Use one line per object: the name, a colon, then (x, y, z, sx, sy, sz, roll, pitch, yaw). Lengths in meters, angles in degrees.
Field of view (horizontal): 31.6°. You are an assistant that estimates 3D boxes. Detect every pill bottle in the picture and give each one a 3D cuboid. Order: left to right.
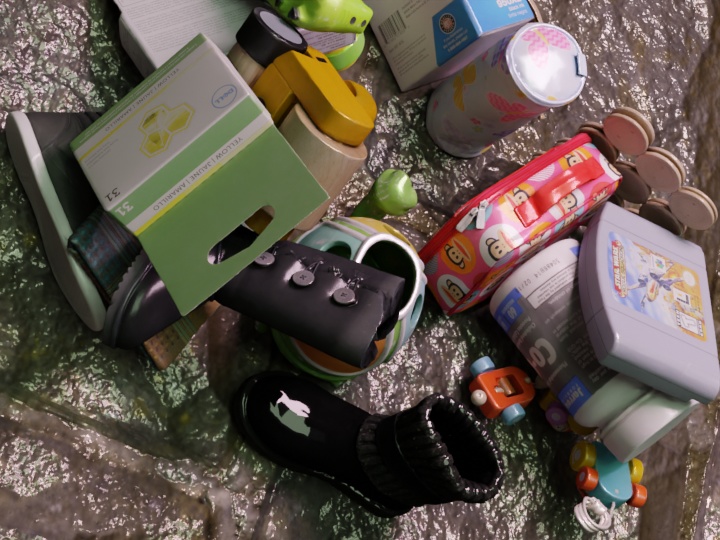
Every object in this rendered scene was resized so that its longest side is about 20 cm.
pill bottle: (0.226, 0.078, 1.226, 0.114, 0.114, 0.200, -24, 67, -33)

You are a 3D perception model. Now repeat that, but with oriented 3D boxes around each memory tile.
memory tile: (0.262, -0.085, 1.294, 0.153, 0.200, 0.017, 46, 67, -7)

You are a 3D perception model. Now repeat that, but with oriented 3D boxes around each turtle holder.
turtle holder: (0.004, 0.011, 1.156, 0.185, 0.132, 0.141, -39, 95, -32)

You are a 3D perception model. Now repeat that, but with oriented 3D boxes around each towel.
towel: (-0.156, -0.030, 1.101, 0.147, 0.022, 0.200, 59, 45, -24)

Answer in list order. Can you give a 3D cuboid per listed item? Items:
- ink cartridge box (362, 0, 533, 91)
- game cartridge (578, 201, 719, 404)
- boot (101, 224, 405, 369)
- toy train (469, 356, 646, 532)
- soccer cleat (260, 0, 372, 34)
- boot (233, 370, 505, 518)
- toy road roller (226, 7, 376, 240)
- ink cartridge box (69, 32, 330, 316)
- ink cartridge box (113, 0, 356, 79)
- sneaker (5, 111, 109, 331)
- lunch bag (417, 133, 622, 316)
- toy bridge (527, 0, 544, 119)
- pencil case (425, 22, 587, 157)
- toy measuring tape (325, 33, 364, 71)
ink cartridge box: (0.065, -0.305, 1.281, 0.084, 0.145, 0.200, -24, 88, -34)
game cartridge: (0.268, 0.024, 1.193, 0.133, 0.042, 0.200, 27, 41, -18)
boot: (-0.082, 0.034, 1.017, 0.200, 0.066, 0.165, 25, 53, 7)
toy train: (0.187, 0.169, 1.244, 0.150, 0.056, 0.200, -16, 62, -42)
soccer cleat: (-0.064, -0.264, 1.139, 0.081, 0.068, 0.200, 9, 29, -43)
boot: (0.008, 0.140, 1.102, 0.211, 0.158, 0.079, 31, 62, -19)
toy road roller: (-0.044, -0.117, 1.077, 0.146, 0.123, 0.200, 17, 31, -43)
ink cartridge box: (-0.129, -0.079, 0.977, 0.146, 0.200, 0.048, -39, 136, 3)
ink cartridge box: (-0.131, -0.250, 1.183, 0.200, 0.044, 0.174, -22, 56, -21)
sneaker: (-0.223, -0.052, 1.081, 0.099, 0.071, 0.200, -17, 79, -28)
lunch bag: (0.158, -0.049, 1.233, 0.200, 0.176, 0.082, -31, 80, -33)
toy bridge: (0.172, -0.260, 1.399, 0.067, 0.027, 0.200, -9, 80, -33)
pencil case: (0.140, -0.173, 1.255, 0.091, 0.200, 0.083, 16, 74, -17)
toy measuring tape: (-0.026, -0.263, 1.261, 0.074, 0.074, 0.200, 21, 62, -23)
